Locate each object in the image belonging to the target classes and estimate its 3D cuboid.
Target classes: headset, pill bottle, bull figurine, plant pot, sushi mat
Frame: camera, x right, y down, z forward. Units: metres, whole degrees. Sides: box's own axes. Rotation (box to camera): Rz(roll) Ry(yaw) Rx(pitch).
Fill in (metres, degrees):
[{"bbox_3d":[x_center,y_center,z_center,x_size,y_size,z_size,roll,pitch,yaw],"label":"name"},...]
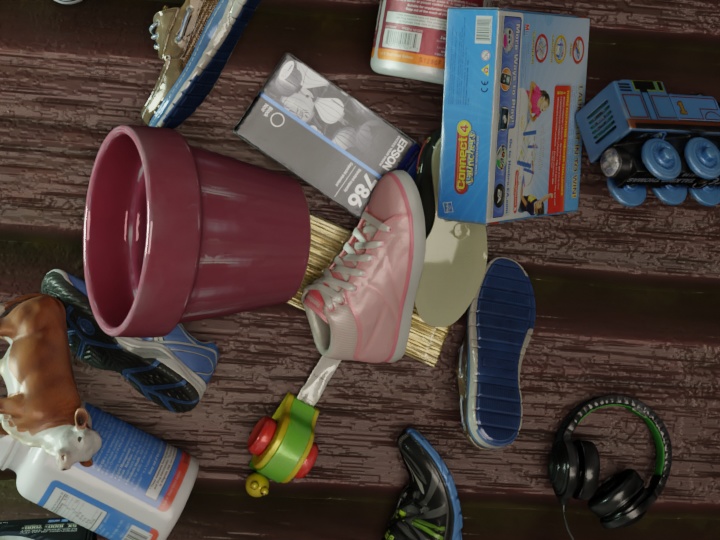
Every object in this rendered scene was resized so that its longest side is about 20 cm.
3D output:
[{"bbox_3d":[0.245,0.228,1.643,0.123,0.094,0.200,32,78,-6],"label":"headset"},{"bbox_3d":[0.078,-0.285,1.517,0.109,0.110,0.200,9,97,-8],"label":"pill bottle"},{"bbox_3d":[-0.272,0.194,1.547,0.200,0.112,0.112,29,94,-10],"label":"pill bottle"},{"bbox_3d":[-0.317,0.112,1.477,0.121,0.065,0.200,-6,56,-15],"label":"bull figurine"},{"bbox_3d":[-0.153,-0.033,1.492,0.179,0.200,0.200,3,99,-27],"label":"plant pot"},{"bbox_3d":[0.007,0.019,1.602,0.200,0.012,0.096,24,97,-9],"label":"sushi mat"}]

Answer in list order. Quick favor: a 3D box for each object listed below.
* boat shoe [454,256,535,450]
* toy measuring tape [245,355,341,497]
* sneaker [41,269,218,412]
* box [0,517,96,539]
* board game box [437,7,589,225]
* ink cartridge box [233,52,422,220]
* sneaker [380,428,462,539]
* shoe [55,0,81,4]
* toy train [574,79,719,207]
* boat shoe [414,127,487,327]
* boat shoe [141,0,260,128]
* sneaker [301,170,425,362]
[{"bbox_3d":[0.128,0.085,1.591,0.072,0.072,0.200,15,70,-16],"label":"boat shoe"},{"bbox_3d":[-0.059,0.150,1.582,0.074,0.074,0.200,31,96,-10],"label":"toy measuring tape"},{"bbox_3d":[-0.233,0.062,1.561,0.200,0.076,0.077,36,49,1],"label":"sneaker"},{"bbox_3d":[-0.363,0.311,1.528,0.200,0.164,0.086,-2,99,-5],"label":"box"},{"bbox_3d":[0.151,-0.151,1.507,0.056,0.196,0.200,8,99,32],"label":"board game box"},{"bbox_3d":[-0.020,-0.124,1.566,0.200,0.039,0.100,33,93,-11],"label":"ink cartridge box"},{"bbox_3d":[0.061,0.264,1.615,0.083,0.071,0.200,-9,102,-11],"label":"sneaker"},{"bbox_3d":[-0.306,-0.351,1.473,0.071,0.091,0.200,-17,100,-4],"label":"shoe"},{"bbox_3d":[0.314,-0.129,1.555,0.200,0.087,0.114,-2,67,-31],"label":"toy train"},{"bbox_3d":[0.088,-0.044,1.564,0.074,0.063,0.202,2,102,-11],"label":"boat shoe"},{"bbox_3d":[-0.164,-0.229,1.517,0.072,0.072,0.200,34,96,7],"label":"boat shoe"},{"bbox_3d":[0.000,0.000,1.534,0.104,0.075,0.201,-3,111,-27],"label":"sneaker"}]
